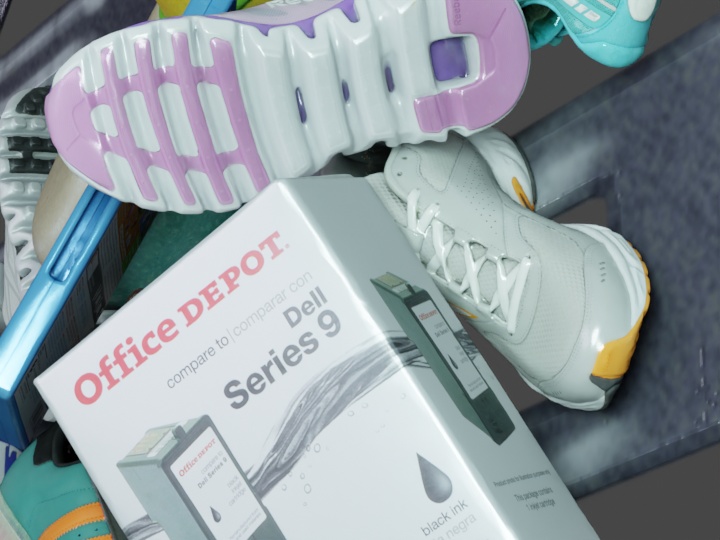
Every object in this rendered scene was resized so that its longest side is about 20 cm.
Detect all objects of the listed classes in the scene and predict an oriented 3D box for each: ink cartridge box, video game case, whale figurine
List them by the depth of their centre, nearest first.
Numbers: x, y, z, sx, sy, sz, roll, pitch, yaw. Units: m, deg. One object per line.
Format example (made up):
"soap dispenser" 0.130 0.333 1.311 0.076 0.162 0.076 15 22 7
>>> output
"ink cartridge box" -0.015 0.082 1.153 0.146 0.084 0.201 -38 77 20
"video game case" -0.111 -0.022 1.297 0.201 0.018 0.143 -61 -3 -12
"whale figurine" -0.093 -0.064 1.480 0.159 0.103 0.201 -56 12 36

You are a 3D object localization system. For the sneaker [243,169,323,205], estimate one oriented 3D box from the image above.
"sneaker" 0.000 0.000 1.304 0.074 0.082 0.201 -8 91 42

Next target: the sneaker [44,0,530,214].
"sneaker" -0.033 -0.079 1.205 0.088 0.199 0.081 -134 33 -70

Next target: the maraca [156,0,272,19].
"maraca" -0.042 -0.189 1.408 0.137 0.107 0.201 -26 33 41

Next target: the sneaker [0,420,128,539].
"sneaker" -0.097 0.121 1.227 0.080 0.071 0.200 -58 41 7

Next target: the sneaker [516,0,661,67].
"sneaker" 0.062 -0.133 1.235 0.200 0.077 0.080 27 112 60

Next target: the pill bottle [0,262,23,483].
"pill bottle" -0.247 0.094 1.646 0.120 0.119 0.201 -28 57 54

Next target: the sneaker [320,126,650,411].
"sneaker" 0.043 -0.005 1.202 0.200 0.092 0.076 46 120 55

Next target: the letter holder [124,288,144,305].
"letter holder" -0.056 0.112 1.328 0.143 0.100 0.200 -66 32 18

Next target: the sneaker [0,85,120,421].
"sneaker" -0.171 -0.011 1.606 0.081 0.075 0.201 126 144 -51
